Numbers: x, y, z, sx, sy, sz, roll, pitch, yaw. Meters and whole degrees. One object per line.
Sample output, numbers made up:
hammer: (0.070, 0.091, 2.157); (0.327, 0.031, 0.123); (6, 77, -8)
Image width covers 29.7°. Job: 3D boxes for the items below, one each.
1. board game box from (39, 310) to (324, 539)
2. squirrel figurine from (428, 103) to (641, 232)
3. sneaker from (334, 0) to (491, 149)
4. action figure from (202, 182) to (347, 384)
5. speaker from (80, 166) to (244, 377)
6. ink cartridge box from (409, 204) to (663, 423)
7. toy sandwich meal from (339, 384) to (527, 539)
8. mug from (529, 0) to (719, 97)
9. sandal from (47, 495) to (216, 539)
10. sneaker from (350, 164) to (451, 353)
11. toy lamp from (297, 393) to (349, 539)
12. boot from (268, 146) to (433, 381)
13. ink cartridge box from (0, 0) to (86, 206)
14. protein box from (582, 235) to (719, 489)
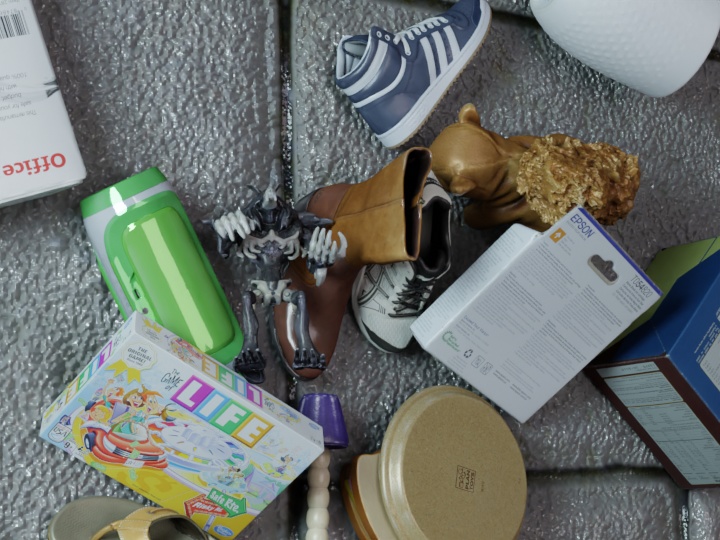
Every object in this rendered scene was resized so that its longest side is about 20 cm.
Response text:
board game box: (-0.149, 0.137, 1.152); (0.200, 0.134, 0.034); (35, 22, -23)
squirrel figurine: (0.167, -0.097, 1.348); (0.186, 0.200, 0.142); (24, 74, -37)
sneaker: (0.051, -0.230, 1.372); (0.108, 0.070, 0.200); (43, 65, -22)
action figure: (-0.071, -0.009, 1.166); (0.118, 0.102, 0.201); (1, 60, -15)
speaker: (-0.168, 0.015, 1.181); (0.088, 0.088, 0.201); (-29, 98, -33)
ink cartridge box: (0.175, 0.038, 1.327); (0.200, 0.041, 0.200); (-43, 135, 8)
toy sandwich meal: (0.076, 0.210, 1.322); (0.205, 0.070, 0.206); (12, 69, -35)
mug: (0.280, -0.308, 1.504); (0.175, 0.148, 0.200); (20, 41, -21)
sandal: (-0.161, 0.232, 1.125); (0.199, 0.054, 0.080); (21, 46, 7)
sneaker: (0.042, 0.000, 1.277); (0.075, 0.088, 0.201); (-9, 120, -23)
toy lamp: (-0.038, 0.214, 1.246); (0.058, 0.058, 0.201); (7, 75, -32)
boot: (0.000, 0.000, 1.222); (0.068, 0.200, 0.189); (22, 71, -28)
ink cartridge box: (-0.327, -0.144, 1.103); (0.146, 0.084, 0.201); (-18, 92, -33)
protein box: (0.391, 0.102, 1.499); (0.200, 0.135, 0.199); (49, 60, -17)
